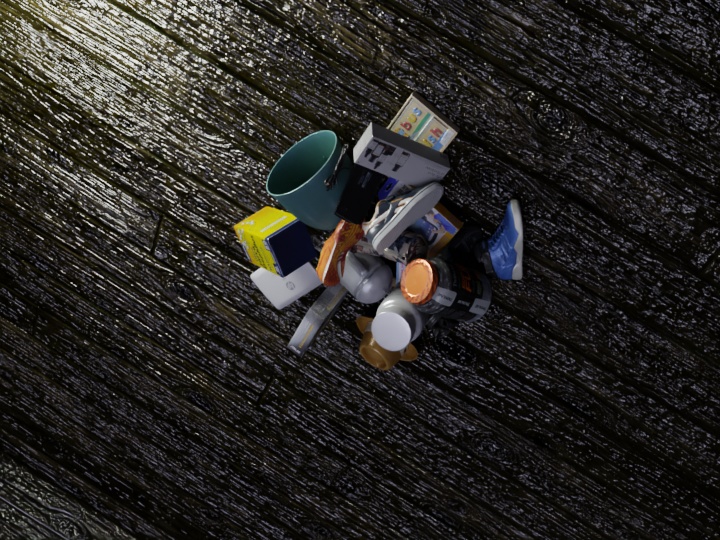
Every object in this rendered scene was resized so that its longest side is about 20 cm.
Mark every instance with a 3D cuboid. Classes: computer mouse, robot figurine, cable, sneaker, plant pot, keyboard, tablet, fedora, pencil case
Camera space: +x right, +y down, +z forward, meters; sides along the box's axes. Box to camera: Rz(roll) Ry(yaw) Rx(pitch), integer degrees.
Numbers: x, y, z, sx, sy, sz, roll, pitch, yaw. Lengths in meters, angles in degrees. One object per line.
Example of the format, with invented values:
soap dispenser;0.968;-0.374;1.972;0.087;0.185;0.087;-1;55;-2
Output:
computer mouse;0.200;-0.035;1.675;0.034;0.199;0.059;48;177;38
robot figurine;0.000;0.000;1.784;0.200;0.170;0.113;44;91;14
cable;0.188;0.122;1.745;0.097;0.199;0.051;-43;67;20
sneaker;0.309;-0.065;1.633;0.109;0.077;0.202;-1;128;9
plant pot;-0.090;-0.192;1.669;0.198;0.203;0.161;-17;131;32
keyboard;-0.011;-0.210;1.583;0.126;0.203;0.020;28;171;-31
tablet;-0.201;0.022;1.974;0.199;0.014;0.131;-30;106;37
sneaker;0.087;-0.136;1.584;0.080;0.199;0.079;49;179;27
sneaker;-0.053;-0.063;1.652;0.072;0.077;0.202;13;115;-39
fedora;0.054;0.201;1.883;0.199;0.082;0.201;29;159;12
pencil case;0.054;-0.062;1.661;0.198;0.089;0.079;16;108;35

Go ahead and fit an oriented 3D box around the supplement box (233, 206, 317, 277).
supplement box;-0.212;-0.074;1.796;0.199;0.109;0.110;20;138;55

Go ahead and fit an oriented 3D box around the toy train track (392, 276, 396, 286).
toy train track;0.102;0.070;1.846;0.113;0.033;0.202;26;122;16

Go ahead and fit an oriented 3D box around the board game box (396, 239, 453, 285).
board game box;0.154;-0.024;1.739;0.132;0.034;0.203;9;113;19

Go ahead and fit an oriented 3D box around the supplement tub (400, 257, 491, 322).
supplement tub;0.190;0.041;1.611;0.198;0.124;0.122;14;144;-42

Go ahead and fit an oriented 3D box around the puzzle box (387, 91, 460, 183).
puzzle box;0.113;-0.282;1.616;0.132;0.025;0.200;38;129;-2

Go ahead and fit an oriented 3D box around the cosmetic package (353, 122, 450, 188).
cosmetic package;0.089;-0.239;1.561;0.197;0.051;0.083;18;136;-24

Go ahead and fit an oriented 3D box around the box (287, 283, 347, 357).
box;-0.097;0.107;1.862;0.048;0.200;0.159;35;128;3

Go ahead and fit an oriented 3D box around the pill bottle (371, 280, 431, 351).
pill bottle;0.101;0.099;1.674;0.111;0.200;0.115;8;113;19

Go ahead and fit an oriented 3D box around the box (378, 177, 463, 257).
box;0.124;-0.127;1.660;0.199;0.042;0.119;41;128;1
